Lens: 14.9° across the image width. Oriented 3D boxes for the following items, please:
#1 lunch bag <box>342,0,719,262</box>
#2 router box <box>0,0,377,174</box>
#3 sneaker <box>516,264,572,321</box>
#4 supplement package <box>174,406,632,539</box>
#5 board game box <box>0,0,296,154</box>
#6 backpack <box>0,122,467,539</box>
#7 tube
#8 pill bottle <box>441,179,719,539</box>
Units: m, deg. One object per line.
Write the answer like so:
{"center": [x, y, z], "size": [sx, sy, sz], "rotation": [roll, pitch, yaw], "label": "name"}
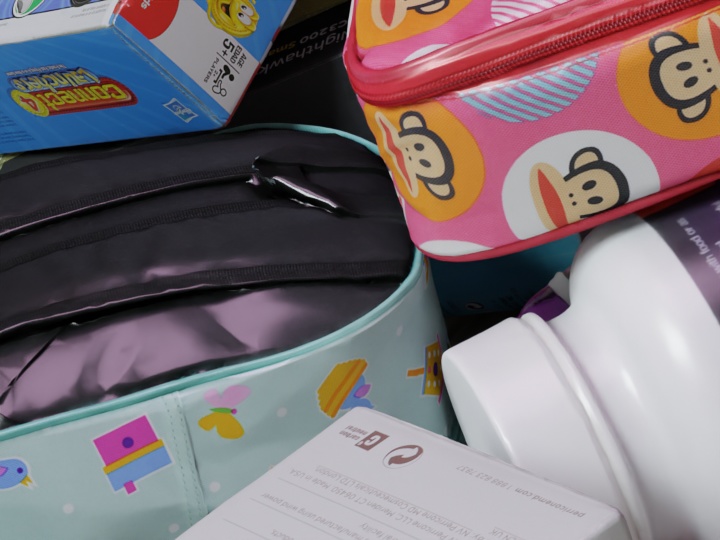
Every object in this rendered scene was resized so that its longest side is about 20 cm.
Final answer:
{"center": [0.087, -0.092, 0.832], "size": [0.175, 0.082, 0.200], "rotation": [-18, 26, 11], "label": "lunch bag"}
{"center": [-0.062, -0.062, 1.014], "size": [0.199, 0.052, 0.158], "rotation": [-22, 26, 18], "label": "router box"}
{"center": [0.106, -0.025, 0.900], "size": [0.200, 0.115, 0.073], "rotation": [-29, 29, -10], "label": "sneaker"}
{"center": [-0.023, 0.145, 0.683], "size": [0.200, 0.117, 0.117], "rotation": [-36, 30, -24], "label": "supplement package"}
{"center": [-0.077, -0.138, 0.963], "size": [0.199, 0.056, 0.196], "rotation": [-2, 54, 52], "label": "board game box"}
{"center": [-0.065, 0.041, 0.861], "size": [0.199, 0.154, 0.176], "rotation": [-22, 27, -3], "label": "backpack"}
{"center": [0.000, 0.000, 1.011], "size": [0.199, 0.051, 0.077], "rotation": [-11, 3, 27], "label": "tube"}
{"center": [0.129, 0.019, 0.804], "size": [0.199, 0.112, 0.111], "rotation": [-25, 27, -7], "label": "pill bottle"}
